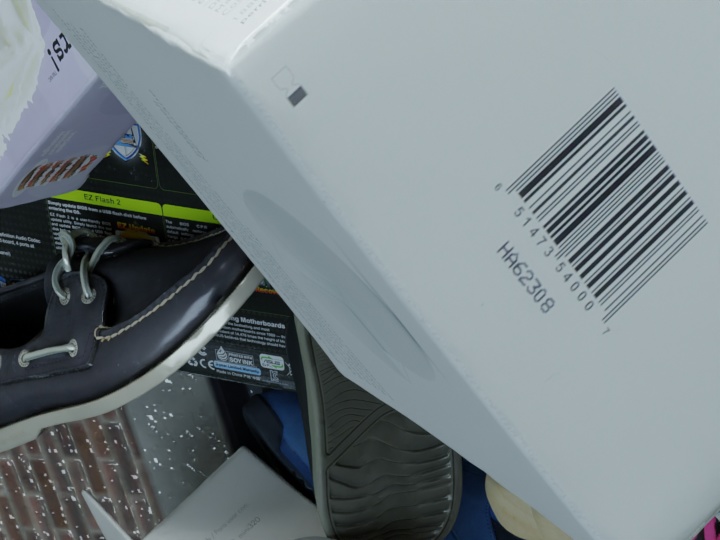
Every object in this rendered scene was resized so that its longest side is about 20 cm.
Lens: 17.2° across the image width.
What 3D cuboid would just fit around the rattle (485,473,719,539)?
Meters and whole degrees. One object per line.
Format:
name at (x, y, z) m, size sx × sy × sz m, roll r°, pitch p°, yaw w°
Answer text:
rattle at (0.087, 0.031, 0.831) m, size 0.130 × 0.200 × 0.143 m, roll -6°, pitch 101°, yaw 15°

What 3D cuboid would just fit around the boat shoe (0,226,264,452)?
boat shoe at (-0.113, 0.018, 0.962) m, size 0.200 × 0.073 × 0.063 m, roll -26°, pitch 109°, yaw 44°

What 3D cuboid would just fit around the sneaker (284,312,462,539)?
sneaker at (0.000, 0.000, 0.895) m, size 0.075 × 0.106 × 0.200 m, roll -1°, pitch 117°, yaw -13°

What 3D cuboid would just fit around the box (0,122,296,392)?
box at (-0.104, -0.053, 0.988) m, size 0.200 × 0.048 × 0.193 m, roll 9°, pitch 120°, yaw 25°

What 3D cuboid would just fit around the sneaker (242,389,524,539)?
sneaker at (0.038, 0.104, 1.007) m, size 0.200 × 0.078 × 0.066 m, roll 38°, pitch 170°, yaw 23°

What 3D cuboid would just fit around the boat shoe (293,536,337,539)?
boat shoe at (-0.061, 0.153, 0.916) m, size 0.199 × 0.068 × 0.074 m, roll -17°, pitch 95°, yaw 49°

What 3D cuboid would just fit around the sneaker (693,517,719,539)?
sneaker at (0.157, 0.112, 0.904) m, size 0.200 × 0.087 × 0.074 m, roll 15°, pitch 83°, yaw 17°

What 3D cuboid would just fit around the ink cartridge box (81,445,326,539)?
ink cartridge box at (-0.022, 0.154, 1.012) m, size 0.200 × 0.067 × 0.117 m, roll 36°, pitch 158°, yaw 30°

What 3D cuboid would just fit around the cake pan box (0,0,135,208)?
cake pan box at (-0.117, -0.146, 0.854) m, size 0.200 × 0.052 × 0.184 m, roll -39°, pitch 75°, yaw 49°

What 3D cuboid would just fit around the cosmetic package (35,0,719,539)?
cosmetic package at (0.023, -0.045, 0.693) m, size 0.199 × 0.123 × 0.200 m, roll 51°, pitch 170°, yaw -29°
